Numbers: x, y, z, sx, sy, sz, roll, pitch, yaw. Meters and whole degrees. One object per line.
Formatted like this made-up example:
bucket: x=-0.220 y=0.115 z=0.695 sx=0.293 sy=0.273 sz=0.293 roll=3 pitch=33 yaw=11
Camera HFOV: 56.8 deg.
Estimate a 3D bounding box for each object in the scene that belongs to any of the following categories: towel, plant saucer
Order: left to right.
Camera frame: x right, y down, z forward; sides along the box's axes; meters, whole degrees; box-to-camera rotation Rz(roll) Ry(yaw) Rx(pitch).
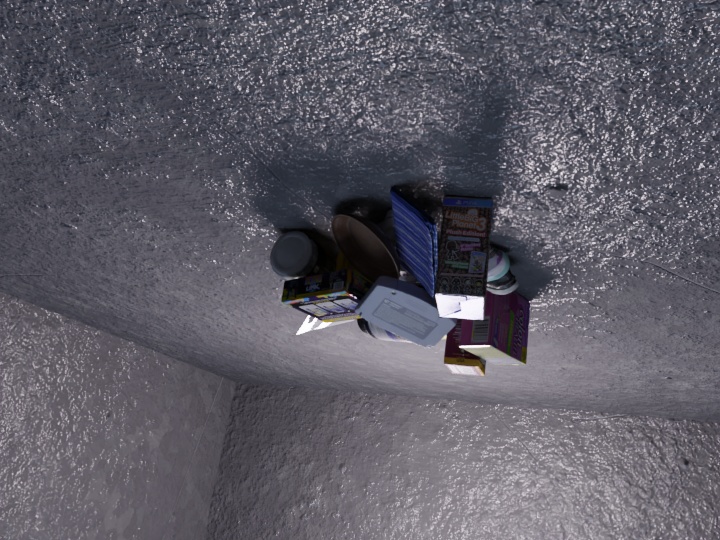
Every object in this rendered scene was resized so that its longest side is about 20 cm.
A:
plant saucer: x=0.019 y=-0.049 z=1.438 sx=0.200 sy=0.037 sz=0.201 roll=39 pitch=155 yaw=21
towel: x=0.105 y=-0.054 z=1.329 sx=0.024 sy=0.145 sz=0.202 roll=-27 pitch=136 yaw=-19

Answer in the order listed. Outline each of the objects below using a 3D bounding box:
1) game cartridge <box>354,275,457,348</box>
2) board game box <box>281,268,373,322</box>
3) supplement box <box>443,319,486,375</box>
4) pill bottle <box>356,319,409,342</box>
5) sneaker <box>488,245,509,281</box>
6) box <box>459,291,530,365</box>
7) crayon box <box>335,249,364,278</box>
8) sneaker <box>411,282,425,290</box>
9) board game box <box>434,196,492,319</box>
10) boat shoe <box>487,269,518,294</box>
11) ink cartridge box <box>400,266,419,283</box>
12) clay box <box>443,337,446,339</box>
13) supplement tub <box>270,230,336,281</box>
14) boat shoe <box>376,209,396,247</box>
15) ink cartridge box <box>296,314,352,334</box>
game cartridge: x=0.101 y=0.089 z=1.433 sx=0.198 sy=0.042 sz=0.134 roll=27 pitch=129 yaw=-13
board game box: x=-0.056 y=0.062 z=1.538 sx=0.198 sy=0.058 sz=0.165 roll=-10 pitch=154 yaw=37
supplement box: x=0.303 y=0.183 z=1.878 sx=0.102 sy=0.203 sz=0.131 roll=2 pitch=160 yaw=21
pill bottle: x=0.078 y=0.125 z=1.720 sx=0.111 sy=0.114 sz=0.199 roll=21 pitch=167 yaw=-31
sneaker: x=0.229 y=-0.004 z=1.533 sx=0.139 sy=0.078 sz=0.200 roll=31 pitch=122 yaw=-31
box: x=0.361 y=0.142 z=1.771 sx=0.096 sy=0.179 sz=0.199 roll=-7 pitch=155 yaw=40
crayon box: x=0.000 y=0.000 z=1.616 sx=0.050 sy=0.129 sz=0.199 roll=-5 pitch=156 yaw=35
sneaker: x=0.171 y=0.077 z=1.498 sx=0.198 sy=0.112 sz=0.074 roll=-5 pitch=115 yaw=33
board game box: x=0.209 y=-0.021 z=1.335 sx=0.095 sy=0.203 sz=0.160 roll=4 pitch=161 yaw=11
boat shoe: x=0.297 y=0.015 z=1.618 sx=0.199 sy=0.073 sz=0.061 roll=8 pitch=128 yaw=60
ink cartridge box: x=0.124 y=-0.001 z=1.616 sx=0.142 sy=0.085 sz=0.200 roll=-1 pitch=160 yaw=29
clay box: x=0.160 y=0.141 z=1.932 sx=0.197 sy=0.117 sz=0.048 roll=-4 pitch=158 yaw=17
supplement tub: x=-0.131 y=-0.008 z=1.661 sx=0.121 sy=0.124 sz=0.200 roll=1 pitch=159 yaw=23
boat shoe: x=0.067 y=-0.076 z=1.450 sx=0.070 sy=0.071 sz=0.200 roll=17 pitch=160 yaw=-20
ink cartridge box: x=-0.069 y=0.089 z=1.760 sx=0.198 sy=0.058 sz=0.163 roll=-7 pitch=146 yaw=-35
